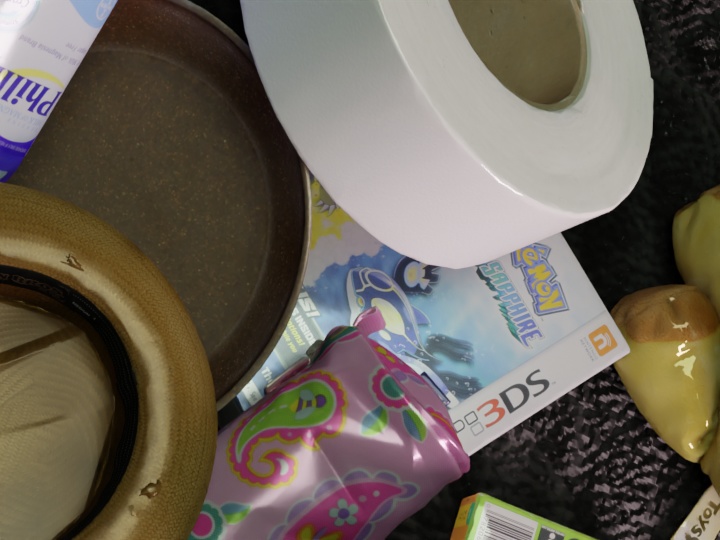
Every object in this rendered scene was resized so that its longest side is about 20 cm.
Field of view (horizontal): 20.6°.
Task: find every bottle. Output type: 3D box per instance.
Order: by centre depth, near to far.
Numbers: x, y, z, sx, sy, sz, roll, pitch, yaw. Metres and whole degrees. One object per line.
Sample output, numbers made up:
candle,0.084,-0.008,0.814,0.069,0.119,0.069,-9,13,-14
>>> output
bottle,-0.167,-0.070,0.791,0.083,0.065,0.200,24,100,-52

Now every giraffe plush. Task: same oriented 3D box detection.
giraffe plush,0.214,0.050,0.903,0.172,0.162,0.200,24,70,-13

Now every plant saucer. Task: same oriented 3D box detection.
plant saucer,-0.113,-0.022,0.838,0.200,0.037,0.201,0,88,13

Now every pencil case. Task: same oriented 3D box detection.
pencil case,-0.050,0.104,0.812,0.200,0.087,0.088,-38,91,-1

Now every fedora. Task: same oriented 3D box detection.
fedora,-0.159,0.063,0.768,0.200,0.082,0.201,5,74,-17

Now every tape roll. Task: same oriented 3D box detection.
tape roll,0.041,-0.105,0.851,0.202,0.071,0.203,28,50,-40

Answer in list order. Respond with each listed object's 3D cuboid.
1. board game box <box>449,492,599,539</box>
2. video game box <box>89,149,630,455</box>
board game box,0.063,0.210,0.887,0.095,0.030,0.200,23,69,-12
video game box,0.000,0.000,0.906,0.182,0.047,0.200,-31,89,-24
